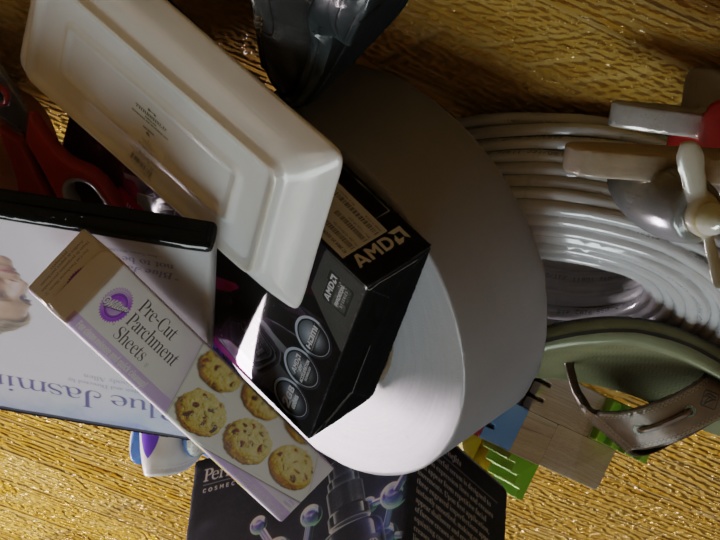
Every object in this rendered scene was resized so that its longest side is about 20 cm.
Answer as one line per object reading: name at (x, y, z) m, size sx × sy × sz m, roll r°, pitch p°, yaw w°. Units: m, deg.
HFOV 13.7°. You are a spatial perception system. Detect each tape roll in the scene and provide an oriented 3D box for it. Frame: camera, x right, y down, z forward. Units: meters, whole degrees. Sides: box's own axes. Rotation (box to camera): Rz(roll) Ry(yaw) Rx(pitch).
tape roll at (0.000, 0.000, 1.506) m, size 0.200 × 0.066 × 0.200 m, roll 31°, pitch 137°, yaw 33°

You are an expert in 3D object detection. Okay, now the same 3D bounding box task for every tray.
tray at (-0.093, -0.073, 1.404) m, size 0.200 × 0.022 × 0.107 m, roll 41°, pitch 141°, yaw 22°

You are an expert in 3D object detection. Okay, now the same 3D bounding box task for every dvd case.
dvd case at (-0.142, 0.023, 1.463) m, size 0.142 × 0.018 × 0.200 m, roll 9°, pitch 150°, yaw 1°

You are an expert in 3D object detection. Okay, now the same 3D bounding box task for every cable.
cable at (0.112, -0.012, 1.562) m, size 0.200 × 0.069 × 0.200 m, roll 8°, pitch 157°, yaw 9°

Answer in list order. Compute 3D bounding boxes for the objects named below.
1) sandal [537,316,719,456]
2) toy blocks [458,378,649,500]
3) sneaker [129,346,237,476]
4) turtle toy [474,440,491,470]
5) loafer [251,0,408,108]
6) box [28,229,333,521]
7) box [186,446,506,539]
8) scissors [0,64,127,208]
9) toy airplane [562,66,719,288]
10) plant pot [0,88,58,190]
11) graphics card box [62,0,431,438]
sandal at (0.166, 0.072, 1.567) m, size 0.201 × 0.057 × 0.080 m, roll 19°, pitch 157°, yaw -13°
toy blocks at (0.053, 0.057, 1.686) m, size 0.137 × 0.100 × 0.200 m, roll 26°, pitch 180°, yaw -41°
sneaker at (-0.110, 0.039, 1.692) m, size 0.081 × 0.147 × 0.200 m, roll -6°, pitch 151°, yaw 37°
turtle toy at (-0.008, 0.115, 1.827) m, size 0.146 × 0.101 × 0.200 m, roll -7°, pitch -166°, yaw 34°
loafer at (-0.020, -0.133, 1.370) m, size 0.072 × 0.073 × 0.200 m, roll 42°, pitch 160°, yaw 2°
box at (-0.082, 0.053, 1.427) m, size 0.039 × 0.041 × 0.200 m, roll 39°, pitch 173°, yaw 44°
box at (-0.012, 0.196, 1.636) m, size 0.148 × 0.200 × 0.107 m, roll -17°, pitch 141°, yaw 29°
scissors at (-0.164, -0.078, 1.474) m, size 0.073 × 0.014 × 0.200 m, roll -8°, pitch 108°, yaw 30°
toy airplane at (0.201, -0.039, 1.358) m, size 0.200 × 0.141 × 0.199 m, roll -6°, pitch 171°, yaw 11°
plant pot at (-0.246, -0.034, 1.561) m, size 0.140 × 0.200 × 0.200 m, roll 6°, pitch 164°, yaw -33°
graphics card box at (-0.062, -0.028, 1.461) m, size 0.200 × 0.051 × 0.126 m, roll 43°, pitch 142°, yaw 18°
